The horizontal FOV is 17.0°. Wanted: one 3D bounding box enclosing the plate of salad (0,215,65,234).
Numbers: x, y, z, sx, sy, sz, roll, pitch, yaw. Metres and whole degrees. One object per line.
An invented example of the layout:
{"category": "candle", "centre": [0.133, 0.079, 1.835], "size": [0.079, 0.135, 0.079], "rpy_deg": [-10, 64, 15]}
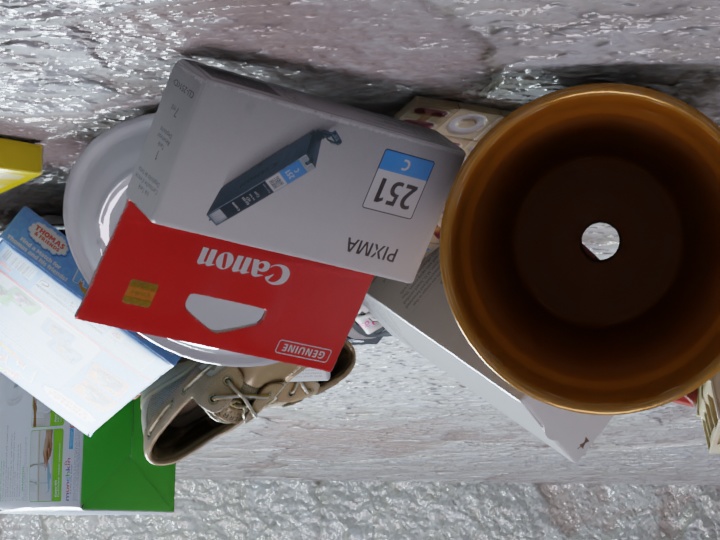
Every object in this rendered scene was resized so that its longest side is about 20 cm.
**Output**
{"category": "plate of salad", "centre": [-0.207, -0.006, 1.861], "size": [0.200, 0.048, 0.200], "rpy_deg": [-1, 168, 0]}

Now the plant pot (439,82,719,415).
{"category": "plant pot", "centre": [0.153, -0.017, 1.538], "size": [0.200, 0.200, 0.183], "rpy_deg": [-2, -177, 4]}

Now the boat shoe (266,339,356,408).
{"category": "boat shoe", "centre": [-0.063, 0.072, 1.910], "size": [0.064, 0.071, 0.200], "rpy_deg": [-4, -176, 22]}

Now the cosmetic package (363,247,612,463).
{"category": "cosmetic package", "centre": [0.091, 0.040, 1.728], "size": [0.200, 0.085, 0.108], "rpy_deg": [33, 170, 37]}

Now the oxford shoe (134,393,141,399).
{"category": "oxford shoe", "centre": [-0.177, 0.078, 1.939], "size": [0.200, 0.074, 0.071], "rpy_deg": [8, 137, -26]}

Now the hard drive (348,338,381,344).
{"category": "hard drive", "centre": [-0.074, 0.038, 2.164], "size": [0.200, 0.038, 0.140], "rpy_deg": [0, 169, -7]}

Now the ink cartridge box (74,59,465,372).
{"category": "ink cartridge box", "centre": [-0.053, -0.022, 1.479], "size": [0.200, 0.176, 0.045], "rpy_deg": [13, -163, -35]}

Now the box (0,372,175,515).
{"category": "box", "centre": [-0.240, 0.108, 2.054], "size": [0.097, 0.200, 0.176], "rpy_deg": [7, 170, -35]}

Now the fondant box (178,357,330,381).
{"category": "fondant box", "centre": [-0.103, 0.006, 1.745], "size": [0.144, 0.058, 0.200], "rpy_deg": [-2, 143, 7]}

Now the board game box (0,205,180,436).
{"category": "board game box", "centre": [-0.220, 0.041, 1.761], "size": [0.151, 0.037, 0.200], "rpy_deg": [37, 150, -9]}

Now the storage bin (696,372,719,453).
{"category": "storage bin", "centre": [0.284, 0.020, 1.675], "size": [0.094, 0.199, 0.200], "rpy_deg": [2, 170, 6]}

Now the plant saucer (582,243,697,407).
{"category": "plant saucer", "centre": [0.153, 0.015, 1.747], "size": [0.200, 0.037, 0.200], "rpy_deg": [41, 174, -8]}

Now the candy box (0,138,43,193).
{"category": "candy box", "centre": [-0.320, -0.075, 1.590], "size": [0.200, 0.026, 0.102], "rpy_deg": [7, 164, -35]}

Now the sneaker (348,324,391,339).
{"category": "sneaker", "centre": [0.066, 0.027, 1.981], "size": [0.121, 0.084, 0.200], "rpy_deg": [-2, 178, 31]}

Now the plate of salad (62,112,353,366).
{"category": "plate of salad", "centre": [-0.098, -0.023, 1.579], "size": [0.200, 0.048, 0.200], "rpy_deg": [10, 128, 14]}

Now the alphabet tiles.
{"category": "alphabet tiles", "centre": [0.023, -0.057, 1.599], "size": [0.167, 0.008, 0.200], "rpy_deg": [7, 150, -34]}

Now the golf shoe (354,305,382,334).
{"category": "golf shoe", "centre": [0.000, 0.000, 1.827], "size": [0.200, 0.092, 0.073], "rpy_deg": [7, 171, -28]}

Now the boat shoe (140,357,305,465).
{"category": "boat shoe", "centre": [-0.090, 0.083, 1.745], "size": [0.072, 0.065, 0.200], "rpy_deg": [29, 137, -32]}
